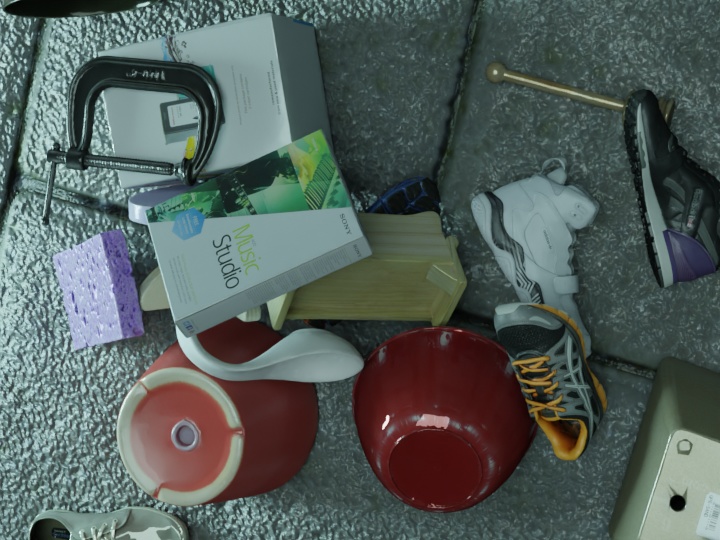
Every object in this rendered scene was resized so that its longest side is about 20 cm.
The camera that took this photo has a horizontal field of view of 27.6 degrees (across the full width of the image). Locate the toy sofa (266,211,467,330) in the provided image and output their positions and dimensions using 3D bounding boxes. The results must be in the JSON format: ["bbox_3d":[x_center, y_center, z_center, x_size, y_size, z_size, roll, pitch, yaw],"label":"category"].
[{"bbox_3d":[0.000,0.000,1.484,0.083,0.197,0.098,114,149,-43],"label":"toy sofa"}]

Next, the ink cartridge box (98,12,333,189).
[{"bbox_3d":[-0.150,-0.175,1.547,0.197,0.147,0.148,-9,92,17],"label":"ink cartridge box"}]

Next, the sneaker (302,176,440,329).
[{"bbox_3d":[0.000,-0.031,1.553,0.199,0.078,0.076,-40,122,-1],"label":"sneaker"}]

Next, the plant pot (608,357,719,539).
[{"bbox_3d":[0.351,0.219,1.418,0.198,0.177,0.203,18,99,14],"label":"plant pot"}]

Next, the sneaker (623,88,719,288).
[{"bbox_3d":[0.317,-0.089,1.455,0.086,0.076,0.203,-14,109,5],"label":"sneaker"}]

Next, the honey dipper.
[{"bbox_3d":[0.222,-0.181,1.502,0.198,0.038,0.039,18,99,18],"label":"honey dipper"}]

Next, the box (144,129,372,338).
[{"bbox_3d":[-0.101,-0.038,1.411,0.198,0.036,0.145,-24,54,2],"label":"box"}]

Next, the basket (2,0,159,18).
[{"bbox_3d":[-0.310,-0.389,1.589,0.178,0.136,0.203,-6,89,12],"label":"basket"}]

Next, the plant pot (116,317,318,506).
[{"bbox_3d":[-0.159,0.160,1.558,0.197,0.177,0.204,1,95,15],"label":"plant pot"}]

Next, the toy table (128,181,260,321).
[{"bbox_3d":[-0.147,-0.025,1.552,0.197,0.184,0.119,-3,105,-17],"label":"toy table"}]

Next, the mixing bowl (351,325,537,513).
[{"bbox_3d":[0.081,0.169,1.488,0.197,0.109,0.203,4,118,7],"label":"mixing bowl"}]

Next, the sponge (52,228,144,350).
[{"bbox_3d":[-0.285,0.024,1.591,0.029,0.199,0.113,-12,89,-26],"label":"sponge"}]

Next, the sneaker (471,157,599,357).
[{"bbox_3d":[0.206,-0.013,1.494,0.114,0.075,0.202,-32,87,14],"label":"sneaker"}]

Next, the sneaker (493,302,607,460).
[{"bbox_3d":[0.189,0.108,1.454,0.077,0.078,0.201,-10,132,35],"label":"sneaker"}]

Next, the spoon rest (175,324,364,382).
[{"bbox_3d":[-0.091,0.087,1.484,0.197,0.099,0.061,13,65,-20],"label":"spoon rest"}]

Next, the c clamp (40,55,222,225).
[{"bbox_3d":[-0.232,-0.131,1.489,0.197,0.027,0.174,1,90,18],"label":"c clamp"}]

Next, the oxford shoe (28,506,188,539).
[{"bbox_3d":[-0.292,0.308,1.670,0.197,0.058,0.076,1,92,14],"label":"oxford shoe"}]
